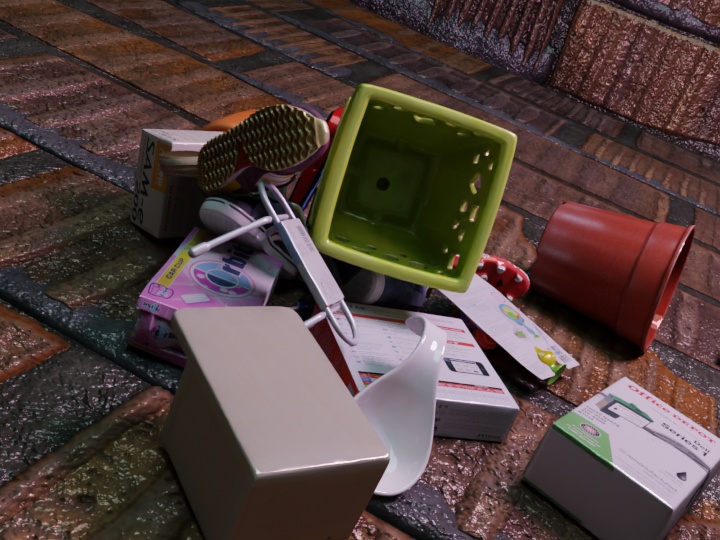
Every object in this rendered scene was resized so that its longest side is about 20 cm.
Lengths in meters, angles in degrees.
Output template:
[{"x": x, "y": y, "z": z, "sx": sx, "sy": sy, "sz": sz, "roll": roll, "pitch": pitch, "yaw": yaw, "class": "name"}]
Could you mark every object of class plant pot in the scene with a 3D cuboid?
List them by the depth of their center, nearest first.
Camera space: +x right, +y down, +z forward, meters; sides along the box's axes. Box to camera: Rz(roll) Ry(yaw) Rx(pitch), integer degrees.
[{"x": 0.047, "y": -0.103, "z": 1.094, "sx": 0.199, "sy": 0.200, "sz": 0.181, "roll": 17, "pitch": 7, "yaw": -13, "class": "plant pot"}, {"x": 0.374, "y": -0.005, "z": 1.364, "sx": 0.195, "sy": 0.201, "sz": 0.201, "roll": 22, "pitch": 23, "yaw": 23, "class": "plant pot"}]

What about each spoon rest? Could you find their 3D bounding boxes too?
[{"x": 0.039, "y": 0.125, "z": 0.886, "sx": 0.099, "sy": 0.061, "sz": 0.200, "roll": 32, "pitch": 55, "yaw": -11, "class": "spoon rest"}]

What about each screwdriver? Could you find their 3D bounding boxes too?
[{"x": -0.081, "y": 0.042, "z": 1.026, "sx": 0.029, "sy": 0.028, "sz": 0.200, "roll": 32, "pitch": 10, "yaw": 18, "class": "screwdriver"}]

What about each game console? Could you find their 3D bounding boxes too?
[{"x": -0.056, "y": -0.148, "z": 1.272, "sx": 0.031, "sy": 0.177, "sz": 0.200, "roll": 26, "pitch": 13, "yaw": -1, "class": "game console"}]

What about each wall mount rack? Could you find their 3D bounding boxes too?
[{"x": -0.085, "y": 0.009, "z": 0.928, "sx": 0.200, "sy": 0.074, "sz": 0.174, "roll": 60, "pitch": 16, "yaw": 2, "class": "wall mount rack"}]

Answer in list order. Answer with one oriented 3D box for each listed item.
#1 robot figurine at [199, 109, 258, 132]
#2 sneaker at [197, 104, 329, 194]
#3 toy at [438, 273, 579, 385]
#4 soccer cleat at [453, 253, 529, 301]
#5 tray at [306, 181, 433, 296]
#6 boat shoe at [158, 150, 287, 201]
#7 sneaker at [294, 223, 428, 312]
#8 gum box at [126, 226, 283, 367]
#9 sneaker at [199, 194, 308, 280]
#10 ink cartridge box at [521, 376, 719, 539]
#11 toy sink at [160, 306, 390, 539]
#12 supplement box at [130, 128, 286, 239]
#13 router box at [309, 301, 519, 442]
[{"x": -0.178, "y": -0.177, "z": 1.346, "sx": 0.117, "sy": 0.144, "sz": 0.200, "roll": 50, "pitch": 27, "yaw": -1, "class": "robot figurine"}, {"x": -0.090, "y": -0.131, "z": 0.983, "sx": 0.200, "sy": 0.075, "sz": 0.090, "roll": -9, "pitch": -5, "yaw": 43, "class": "sneaker"}, {"x": 0.182, "y": 0.081, "z": 1.188, "sx": 0.200, "sy": 0.047, "sz": 0.115, "roll": 40, "pitch": 27, "yaw": 28, "class": "toy"}, {"x": 0.154, "y": -0.010, "z": 1.329, "sx": 0.199, "sy": 0.069, "sz": 0.085, "roll": 13, "pitch": 30, "yaw": -6, "class": "soccer cleat"}, {"x": 0.022, "y": -0.045, "z": 1.251, "sx": 0.199, "sy": 0.099, "sz": 0.037, "roll": 22, "pitch": 36, "yaw": 2, "class": "tray"}, {"x": -0.164, "y": -0.107, "z": 1.109, "sx": 0.072, "sy": 0.065, "sz": 0.200, "roll": 15, "pitch": 7, "yaw": 37, "class": "boat shoe"}, {"x": 0.000, "y": 0.002, "z": 1.180, "sx": 0.146, "sy": 0.077, "sz": 0.202, "roll": 11, "pitch": 15, "yaw": -44, "class": "sneaker"}, {"x": -0.165, "y": 0.035, "z": 0.983, "sx": 0.113, "sy": 0.066, "sz": 0.200, "roll": 21, "pitch": 25, "yaw": -2, "class": "gum box"}, {"x": -0.123, "y": -0.060, "z": 1.083, "sx": 0.078, "sy": 0.080, "sz": 0.200, "roll": 15, "pitch": -15, "yaw": 23, "class": "sneaker"}, {"x": 0.291, "y": 0.207, "z": 0.973, "sx": 0.146, "sy": 0.085, "sz": 0.200, "roll": 35, "pitch": 29, "yaw": 27, "class": "ink cartridge box"}, {"x": -0.090, "y": 0.137, "z": 0.786, "sx": 0.130, "sy": 0.112, "sz": 0.200, "roll": 1, "pitch": 36, "yaw": -37, "class": "toy sink"}, {"x": -0.193, "y": -0.116, "z": 1.187, "sx": 0.200, "sy": 0.126, "sz": 0.073, "roll": -5, "pitch": 25, "yaw": -45, "class": "supplement box"}, {"x": 0.055, "y": 0.111, "z": 1.025, "sx": 0.199, "sy": 0.049, "sz": 0.180, "roll": 10, "pitch": 27, "yaw": -23, "class": "router box"}]
